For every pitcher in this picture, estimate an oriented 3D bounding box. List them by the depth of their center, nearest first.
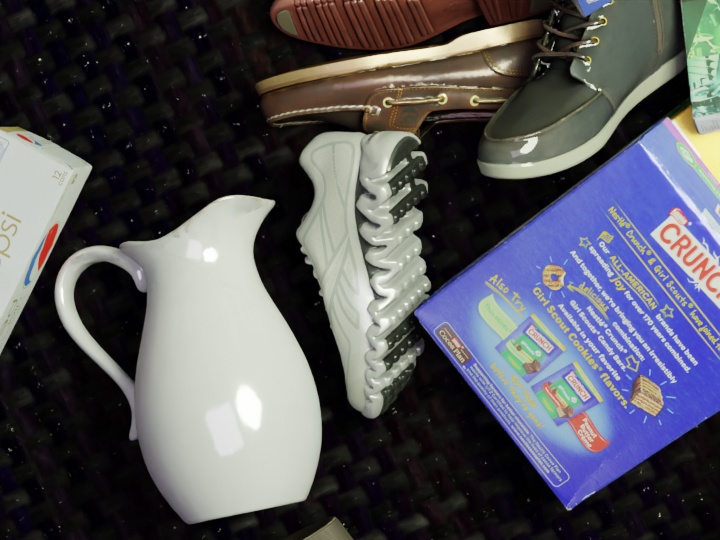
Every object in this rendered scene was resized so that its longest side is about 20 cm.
[{"bbox_3d":[-0.116,0.067,1.344,0.171,0.121,0.201,-15,83,24],"label":"pitcher"}]

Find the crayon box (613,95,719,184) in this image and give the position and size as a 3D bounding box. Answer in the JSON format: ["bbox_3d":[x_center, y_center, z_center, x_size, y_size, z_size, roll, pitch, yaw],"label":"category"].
[{"bbox_3d":[0.282,-0.088,1.330,0.200,0.058,0.119,-37,92,5],"label":"crayon box"}]

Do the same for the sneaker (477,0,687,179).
[{"bbox_3d":[0.130,-0.143,1.273,0.074,0.200,0.107,10,129,40],"label":"sneaker"}]

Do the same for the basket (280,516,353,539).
[{"bbox_3d":[-0.020,0.279,1.340,0.180,0.136,0.201,-28,88,-14],"label":"basket"}]

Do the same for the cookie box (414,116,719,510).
[{"bbox_3d":[0.166,0.029,1.304,0.200,0.075,0.171,-37,92,29],"label":"cookie box"}]

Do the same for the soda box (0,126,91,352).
[{"bbox_3d":[-0.256,0.004,1.359,0.063,0.068,0.201,28,96,1],"label":"soda box"}]

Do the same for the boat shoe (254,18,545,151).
[{"bbox_3d":[0.032,-0.114,1.334,0.199,0.070,0.071,-10,93,4],"label":"boat shoe"}]

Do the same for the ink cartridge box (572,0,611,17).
[{"bbox_3d":[0.133,-0.256,1.272,0.094,0.044,0.201,-30,51,5],"label":"ink cartridge box"}]

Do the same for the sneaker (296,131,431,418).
[{"bbox_3d":[0.000,0.000,1.341,0.081,0.075,0.201,10,113,25],"label":"sneaker"}]

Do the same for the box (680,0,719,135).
[{"bbox_3d":[0.274,-0.194,1.288,0.143,0.036,0.201,-8,71,14],"label":"box"}]

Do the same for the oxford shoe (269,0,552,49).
[{"bbox_3d":[0.037,-0.198,1.341,0.199,0.071,0.075,-8,66,6],"label":"oxford shoe"}]
